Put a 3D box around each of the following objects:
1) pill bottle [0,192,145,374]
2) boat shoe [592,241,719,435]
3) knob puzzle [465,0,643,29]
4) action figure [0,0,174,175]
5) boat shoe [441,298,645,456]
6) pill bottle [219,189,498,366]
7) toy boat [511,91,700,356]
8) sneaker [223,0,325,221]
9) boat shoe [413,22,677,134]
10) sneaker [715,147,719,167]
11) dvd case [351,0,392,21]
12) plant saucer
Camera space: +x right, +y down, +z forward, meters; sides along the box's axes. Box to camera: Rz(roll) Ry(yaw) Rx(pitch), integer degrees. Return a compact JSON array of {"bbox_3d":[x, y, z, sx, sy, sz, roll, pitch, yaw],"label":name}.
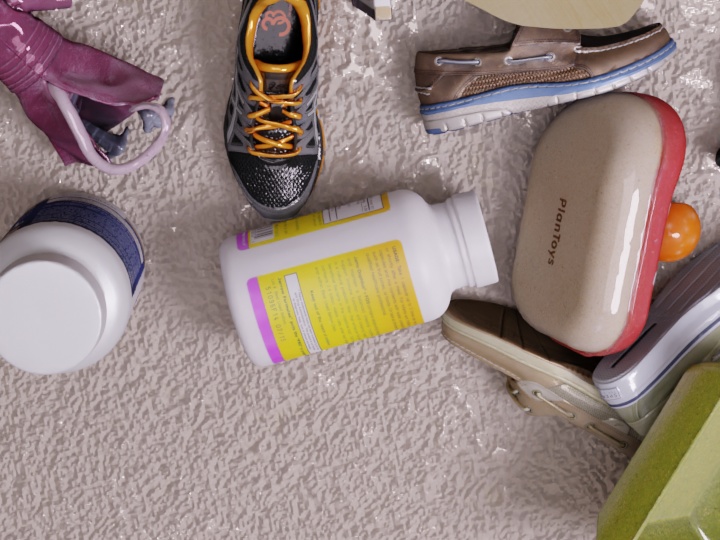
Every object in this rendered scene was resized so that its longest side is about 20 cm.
[{"bbox_3d":[-0.221,0.012,1.446,0.111,0.200,0.111,0,102,-1],"label":"pill bottle"},{"bbox_3d":[0.261,0.044,1.512,0.200,0.072,0.062,-41,113,-14],"label":"boat shoe"},{"bbox_3d":[0.139,-0.254,1.375,0.220,0.030,0.220,-3,125,-5],"label":"knob puzzle"},{"bbox_3d":[-0.246,-0.149,1.445,0.200,0.149,0.134,39,105,-23],"label":"action figure"},{"bbox_3d":[0.146,0.086,1.536,0.200,0.072,0.065,24,113,-12],"label":"boat shoe"},{"bbox_3d":[0.000,0.000,1.496,0.200,0.104,0.104,-15,102,3],"label":"pill bottle"},{"bbox_3d":[0.204,-0.036,1.498,0.131,0.131,0.200,2,105,-32],"label":"toy boat"},{"bbox_3d":[-0.066,-0.133,1.480,0.078,0.077,0.200,-1,104,-2],"label":"sneaker"},{"bbox_3d":[0.137,-0.161,1.479,0.200,0.072,0.072,-16,101,3],"label":"boat shoe"},{"bbox_3d":[0.332,-0.152,1.484,0.079,0.075,0.200,16,101,-2],"label":"sneaker"},{"bbox_3d":[0.001,-0.285,1.410,0.016,0.149,0.200,-5,103,-6],"label":"dvd case"},{"bbox_3d":[0.264,0.143,1.505,0.048,0.200,0.200,38,109,30],"label":"plant saucer"}]
